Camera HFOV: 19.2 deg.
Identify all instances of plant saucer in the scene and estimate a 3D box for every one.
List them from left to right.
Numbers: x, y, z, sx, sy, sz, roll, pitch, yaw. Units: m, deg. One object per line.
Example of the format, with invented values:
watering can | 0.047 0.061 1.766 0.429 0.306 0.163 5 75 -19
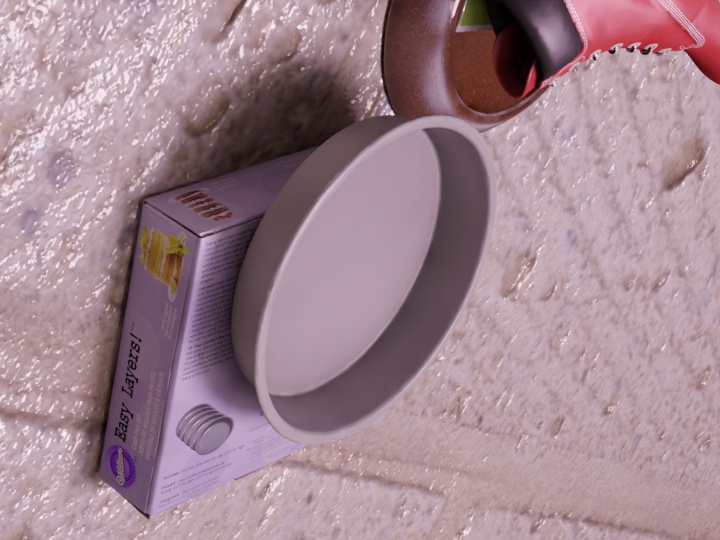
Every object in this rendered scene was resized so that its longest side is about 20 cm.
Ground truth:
plant saucer | 0.091 -0.165 1.269 0.200 0.032 0.201 -34 141 -33

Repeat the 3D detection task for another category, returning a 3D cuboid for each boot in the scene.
boot | 0.143 -0.132 1.186 0.145 0.072 0.200 -50 138 -4

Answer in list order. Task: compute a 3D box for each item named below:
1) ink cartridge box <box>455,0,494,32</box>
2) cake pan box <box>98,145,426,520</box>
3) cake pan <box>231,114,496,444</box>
ink cartridge box | 0.101 -0.240 1.168 0.147 0.076 0.201 -11 126 -46
cake pan box | -0.052 0.026 1.212 0.199 0.052 0.185 -22 135 -44
cake pan | 0.000 0.000 1.180 0.200 0.037 0.201 -36 142 -35
